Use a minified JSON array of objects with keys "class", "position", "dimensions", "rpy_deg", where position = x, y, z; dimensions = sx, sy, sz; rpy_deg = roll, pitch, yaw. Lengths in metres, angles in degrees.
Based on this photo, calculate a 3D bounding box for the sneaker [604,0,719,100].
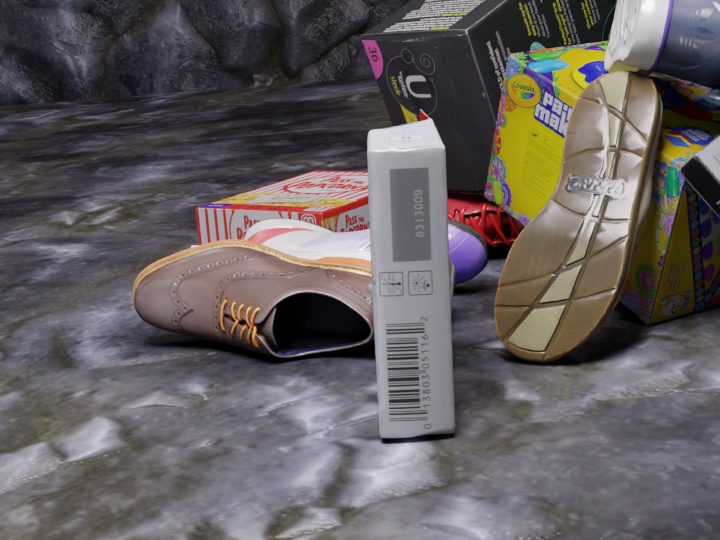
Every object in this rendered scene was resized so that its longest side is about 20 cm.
[{"class":"sneaker","position":[0.249,-0.162,0.908],"dimensions":[0.144,0.082,0.200],"rpy_deg":[10,13,3]}]

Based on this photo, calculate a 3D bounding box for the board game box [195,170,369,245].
[{"class":"board game box","position":[-0.039,-0.056,1.281],"dimensions":[0.150,0.047,0.199],"rpy_deg":[4,16,33]}]

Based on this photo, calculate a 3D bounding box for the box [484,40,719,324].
[{"class":"box","position":[0.232,-0.079,0.986],"dimensions":[0.190,0.124,0.200],"rpy_deg":[-12,35,-30]}]

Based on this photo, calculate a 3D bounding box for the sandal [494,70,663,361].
[{"class":"sandal","position":[0.152,-0.032,0.861],"dimensions":[0.079,0.202,0.054],"rpy_deg":[14,-13,32]}]

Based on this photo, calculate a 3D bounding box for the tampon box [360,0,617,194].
[{"class":"tampon box","position":[0.125,-0.179,1.125],"dimensions":[0.125,0.151,0.200],"rpy_deg":[7,38,47]}]

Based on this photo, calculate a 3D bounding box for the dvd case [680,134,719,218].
[{"class":"dvd case","position":[0.315,-0.055,0.867],"dimensions":[0.199,0.151,0.025],"rpy_deg":[-34,-10,-35]}]

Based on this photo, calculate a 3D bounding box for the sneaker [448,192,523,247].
[{"class":"sneaker","position":[0.103,-0.031,1.120],"dimensions":[0.115,0.079,0.199],"rpy_deg":[-35,26,-35]}]

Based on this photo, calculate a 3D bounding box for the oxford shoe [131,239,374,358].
[{"class":"oxford shoe","position":[-0.073,0.022,0.914],"dimensions":[0.197,0.072,0.073],"rpy_deg":[-1,18,15]}]

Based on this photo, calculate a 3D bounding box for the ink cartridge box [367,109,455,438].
[{"class":"ink cartridge box","position":[0.027,-0.009,0.802],"dimensions":[0.046,0.163,0.200],"rpy_deg":[-3,13,0]}]

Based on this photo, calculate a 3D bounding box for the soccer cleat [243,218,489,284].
[{"class":"soccer cleat","position":[0.000,0.000,1.023],"dimensions":[0.197,0.069,0.074],"rpy_deg":[1,37,9]}]

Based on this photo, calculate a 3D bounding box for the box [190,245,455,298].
[{"class":"box","position":[-0.030,0.009,0.967],"dimensions":[0.197,0.042,0.039],"rpy_deg":[1,-19,13]}]
